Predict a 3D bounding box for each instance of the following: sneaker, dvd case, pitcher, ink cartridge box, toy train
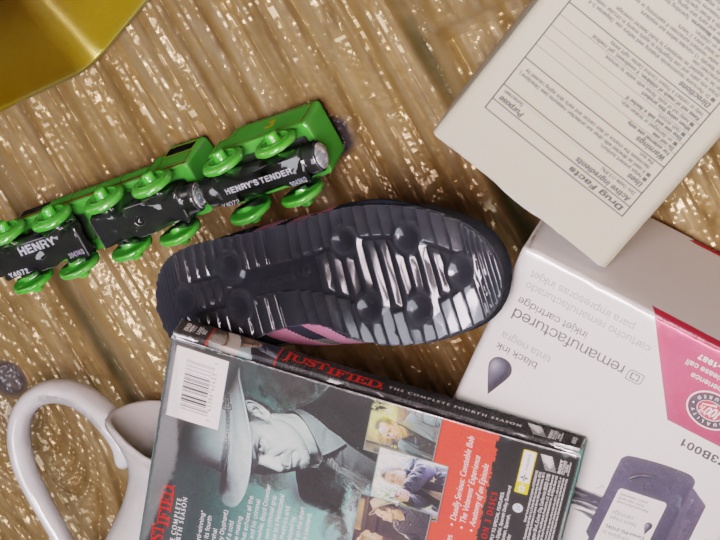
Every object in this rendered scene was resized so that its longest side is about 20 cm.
[{"bbox_3d":[0.000,0.000,1.352,0.199,0.082,0.070,-2,95,38],"label":"sneaker"},{"bbox_3d":[-0.003,0.113,1.353,0.199,0.022,0.146,15,120,8],"label":"dvd case"},{"bbox_3d":[-0.109,0.160,1.480,0.171,0.121,0.201,14,111,23],"label":"pitcher"},{"bbox_3d":[0.115,0.081,1.361,0.144,0.084,0.200,28,123,7],"label":"ink cartridge box"},{"bbox_3d":[-0.097,-0.036,1.399,0.199,0.056,0.042,-17,115,27],"label":"toy train"}]

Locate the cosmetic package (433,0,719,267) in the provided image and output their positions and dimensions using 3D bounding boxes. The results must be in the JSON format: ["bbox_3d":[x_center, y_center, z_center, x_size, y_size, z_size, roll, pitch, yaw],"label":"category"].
[{"bbox_3d":[0.133,-0.110,1.259,0.105,0.071,0.200,39,124,-3],"label":"cosmetic package"}]

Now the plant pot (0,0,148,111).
[{"bbox_3d":[-0.178,-0.191,1.278,0.176,0.200,0.200,48,124,6],"label":"plant pot"}]
